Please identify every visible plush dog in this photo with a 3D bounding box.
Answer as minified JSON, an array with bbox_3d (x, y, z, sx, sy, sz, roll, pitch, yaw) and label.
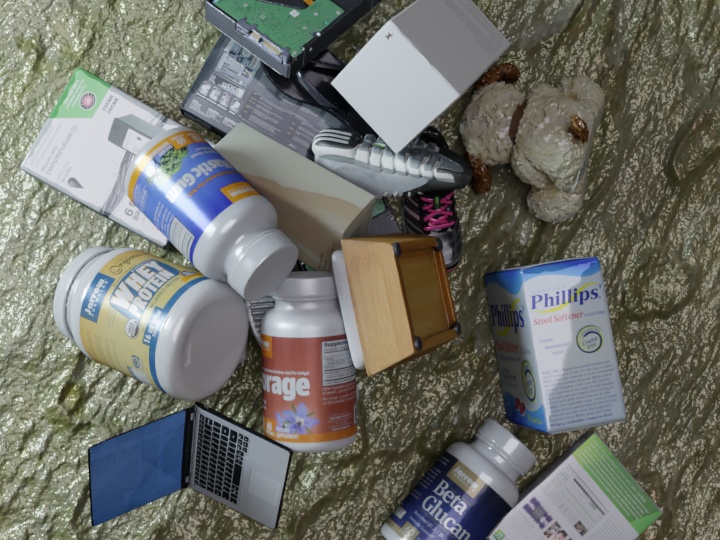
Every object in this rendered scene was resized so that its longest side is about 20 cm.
[{"bbox_3d":[0.210,-0.176,1.505,0.171,0.160,0.201,12,86,16],"label":"plush dog"}]

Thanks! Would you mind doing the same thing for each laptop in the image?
[{"bbox_3d":[-0.201,0.256,1.380,0.200,0.188,0.116,25,51,9],"label":"laptop"}]

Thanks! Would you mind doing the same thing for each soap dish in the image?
[{"bbox_3d":[0.047,0.032,1.400,0.081,0.200,0.158,-12,89,24],"label":"soap dish"}]

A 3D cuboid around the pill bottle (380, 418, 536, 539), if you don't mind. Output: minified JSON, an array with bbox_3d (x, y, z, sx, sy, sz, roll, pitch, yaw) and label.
[{"bbox_3d":[0.128,0.287,1.480,0.111,0.111,0.200,41,83,-4],"label":"pill bottle"}]

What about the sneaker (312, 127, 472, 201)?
[{"bbox_3d":[0.035,-0.102,1.452,0.199,0.075,0.116,14,120,10],"label":"sneaker"}]

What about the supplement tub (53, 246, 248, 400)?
[{"bbox_3d":[-0.247,0.057,1.384,0.200,0.145,0.145,19,84,30],"label":"supplement tub"}]

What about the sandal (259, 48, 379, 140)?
[{"bbox_3d":[-0.031,-0.226,1.461,0.200,0.043,0.076,32,83,-5],"label":"sandal"}]

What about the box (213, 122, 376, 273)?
[{"bbox_3d":[-0.089,-0.085,1.425,0.200,0.095,0.078,29,51,15],"label":"box"}]

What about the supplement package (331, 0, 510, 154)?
[{"bbox_3d":[0.077,-0.253,1.439,0.121,0.200,0.120,47,127,-3],"label":"supplement package"}]

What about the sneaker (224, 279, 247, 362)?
[{"bbox_3d":[-0.145,0.017,1.473,0.099,0.078,0.201,-5,90,-13],"label":"sneaker"}]

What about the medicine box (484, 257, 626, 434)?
[{"bbox_3d":[0.238,0.090,1.466,0.103,0.182,0.201,-10,89,-8],"label":"medicine box"}]

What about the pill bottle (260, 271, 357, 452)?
[{"bbox_3d":[-0.061,0.104,1.379,0.112,0.112,0.201,-2,95,-8],"label":"pill bottle"}]

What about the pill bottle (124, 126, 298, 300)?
[{"bbox_3d":[-0.165,-0.061,1.330,0.112,0.112,0.200,-45,69,-7],"label":"pill bottle"}]

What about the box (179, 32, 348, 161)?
[{"bbox_3d":[-0.106,-0.222,1.498,0.200,0.051,0.158,28,84,-5],"label":"box"}]

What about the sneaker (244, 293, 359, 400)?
[{"bbox_3d":[-0.079,0.091,1.470,0.078,0.079,0.200,-35,101,-3],"label":"sneaker"}]

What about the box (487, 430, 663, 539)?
[{"bbox_3d":[0.276,0.328,1.538,0.200,0.036,0.144,-40,93,-6],"label":"box"}]

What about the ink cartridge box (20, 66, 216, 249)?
[{"bbox_3d":[-0.291,-0.136,1.452,0.200,0.084,0.146,29,85,-6],"label":"ink cartridge box"}]

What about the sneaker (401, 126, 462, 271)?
[{"bbox_3d":[0.091,-0.096,1.502,0.073,0.087,0.201,-10,89,-8],"label":"sneaker"}]

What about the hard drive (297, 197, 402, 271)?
[{"bbox_3d":[0.000,0.000,1.511,0.139,0.038,0.200,-27,92,-8],"label":"hard drive"}]

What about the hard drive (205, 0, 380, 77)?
[{"bbox_3d":[-0.075,-0.338,1.457,0.140,0.038,0.200,36,60,15],"label":"hard drive"}]
